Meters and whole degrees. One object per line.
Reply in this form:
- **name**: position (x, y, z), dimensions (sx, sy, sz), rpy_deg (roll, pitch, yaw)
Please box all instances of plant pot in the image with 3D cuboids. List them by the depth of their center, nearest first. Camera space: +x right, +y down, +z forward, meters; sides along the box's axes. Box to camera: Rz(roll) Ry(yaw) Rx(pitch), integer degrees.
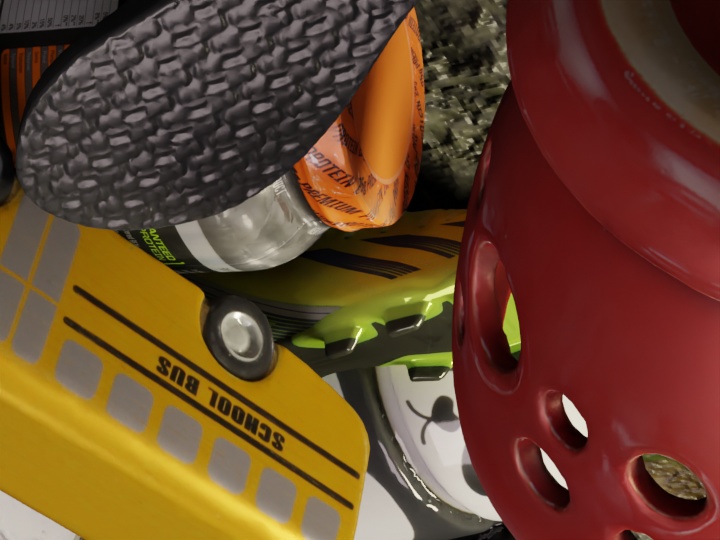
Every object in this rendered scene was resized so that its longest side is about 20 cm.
- **plant pot**: position (0.128, -0.017, 0.590), dimensions (0.200, 0.201, 0.183), rpy_deg (9, 144, 4)

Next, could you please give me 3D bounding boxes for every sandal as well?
- **sandal**: position (-0.023, -0.083, 0.633), dimensions (0.075, 0.048, 0.200), rpy_deg (33, 120, -28)

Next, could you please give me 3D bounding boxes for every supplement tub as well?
- **supplement tub**: position (-0.086, -0.058, 0.747), dimensions (0.200, 0.123, 0.123), rpy_deg (-1, 143, 18)

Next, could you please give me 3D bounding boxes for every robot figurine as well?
- **robot figurine**: position (0.002, 0.051, 0.868), dimensions (0.200, 0.125, 0.150), rpy_deg (-17, 144, 34)

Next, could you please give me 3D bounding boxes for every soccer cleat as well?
- **soccer cleat**: position (-0.001, 0.000, 0.770), dimensions (0.200, 0.084, 0.065), rpy_deg (-15, 151, 25)

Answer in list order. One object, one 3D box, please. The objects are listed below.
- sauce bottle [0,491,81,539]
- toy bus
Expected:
- **sauce bottle**: position (-0.115, 0.044, 0.831), dimensions (0.066, 0.200, 0.066), rpy_deg (1, 115, 2)
- **toy bus**: position (-0.091, 0.031, 0.698), dimensions (0.200, 0.078, 0.065), rpy_deg (35, 138, -28)
